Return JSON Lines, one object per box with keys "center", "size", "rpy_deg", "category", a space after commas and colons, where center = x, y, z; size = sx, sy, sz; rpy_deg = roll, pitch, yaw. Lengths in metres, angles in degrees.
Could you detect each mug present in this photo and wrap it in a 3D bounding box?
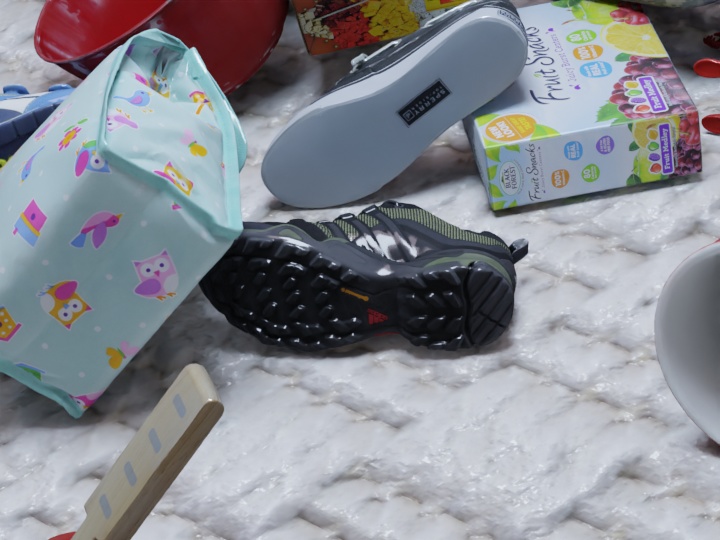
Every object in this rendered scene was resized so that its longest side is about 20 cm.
{"center": [0.276, 0.021, 1.283], "size": [0.133, 0.178, 0.200], "rpy_deg": [-31, 5, 43], "category": "mug"}

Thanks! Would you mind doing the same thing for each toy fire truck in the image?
{"center": [-0.082, 0.165, 1.026], "size": [0.128, 0.201, 0.176], "rpy_deg": [-27, 35, -27], "category": "toy fire truck"}

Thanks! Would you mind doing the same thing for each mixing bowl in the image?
{"center": [-0.124, -0.189, 1.677], "size": [0.200, 0.108, 0.201], "rpy_deg": [-31, 33, 23], "category": "mixing bowl"}

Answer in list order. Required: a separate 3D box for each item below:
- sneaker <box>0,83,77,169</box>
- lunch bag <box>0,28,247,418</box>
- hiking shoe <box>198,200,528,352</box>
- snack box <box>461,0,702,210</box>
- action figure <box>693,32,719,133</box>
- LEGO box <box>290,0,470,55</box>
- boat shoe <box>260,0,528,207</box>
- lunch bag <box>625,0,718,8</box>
{"center": [-0.230, -0.094, 1.616], "size": [0.199, 0.074, 0.082], "rpy_deg": [-9, 29, -2], "category": "sneaker"}
{"center": [-0.156, -0.040, 1.398], "size": [0.170, 0.122, 0.200], "rpy_deg": [-48, 23, 21], "category": "lunch bag"}
{"center": [0.000, 0.000, 1.417], "size": [0.199, 0.076, 0.101], "rpy_deg": [8, 25, 11], "category": "hiking shoe"}
{"center": [0.138, -0.119, 1.580], "size": [0.142, 0.053, 0.200], "rpy_deg": [-12, 30, -1], "category": "snack box"}
{"center": [0.259, -0.172, 1.627], "size": [0.099, 0.065, 0.200], "rpy_deg": [9, 37, 30], "category": "action figure"}
{"center": [0.014, -0.268, 1.660], "size": [0.148, 0.077, 0.201], "rpy_deg": [-11, 60, 4], "category": "LEGO box"}
{"center": [0.020, -0.115, 1.541], "size": [0.199, 0.074, 0.068], "rpy_deg": [-38, 21, 16], "category": "boat shoe"}
{"center": [0.184, -0.288, 1.621], "size": [0.139, 0.168, 0.200], "rpy_deg": [-40, 36, -27], "category": "lunch bag"}
